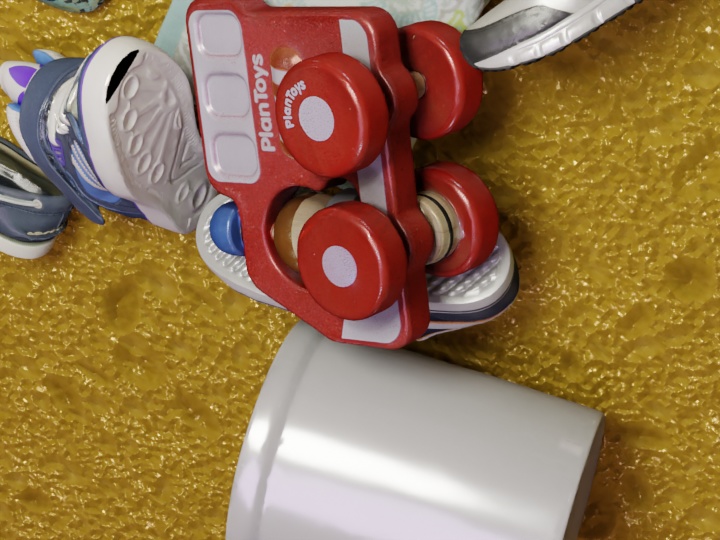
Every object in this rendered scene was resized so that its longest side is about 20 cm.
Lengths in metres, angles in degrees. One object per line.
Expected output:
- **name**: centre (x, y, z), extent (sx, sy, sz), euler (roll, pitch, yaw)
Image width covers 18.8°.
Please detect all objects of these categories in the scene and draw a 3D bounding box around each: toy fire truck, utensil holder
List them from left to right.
- **toy fire truck**: centre (-0.022, -0.059, 1.246), extent (0.168, 0.112, 0.201), euler (7, 111, 40)
- **utensil holder**: centre (0.037, 0.135, 1.361), extent (0.199, 0.170, 0.170), euler (15, 124, 10)

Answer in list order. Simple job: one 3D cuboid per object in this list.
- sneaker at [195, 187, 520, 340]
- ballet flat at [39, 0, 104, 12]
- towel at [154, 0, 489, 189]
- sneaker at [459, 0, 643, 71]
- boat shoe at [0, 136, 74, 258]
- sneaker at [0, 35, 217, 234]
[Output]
- **sneaker**: centre (0.000, 0.000, 1.332), extent (0.199, 0.079, 0.079), euler (11, 165, 17)
- **ballet flat**: centre (-0.237, -0.224, 1.315), extent (0.200, 0.074, 0.074), euler (46, 125, -9)
- **towel**: centre (-0.022, -0.153, 1.284), extent (0.171, 0.048, 0.200), euler (28, 126, 1)
- **sneaker**: centre (0.134, -0.179, 1.180), extent (0.200, 0.074, 0.080), euler (-33, 96, 13)
- **boat shoe**: centre (-0.277, -0.081, 1.413), extent (0.200, 0.075, 0.062), euler (33, 128, -1)
- **sneaker**: centre (-0.172, -0.098, 1.312), extent (0.146, 0.081, 0.200), euler (26, 166, 20)
